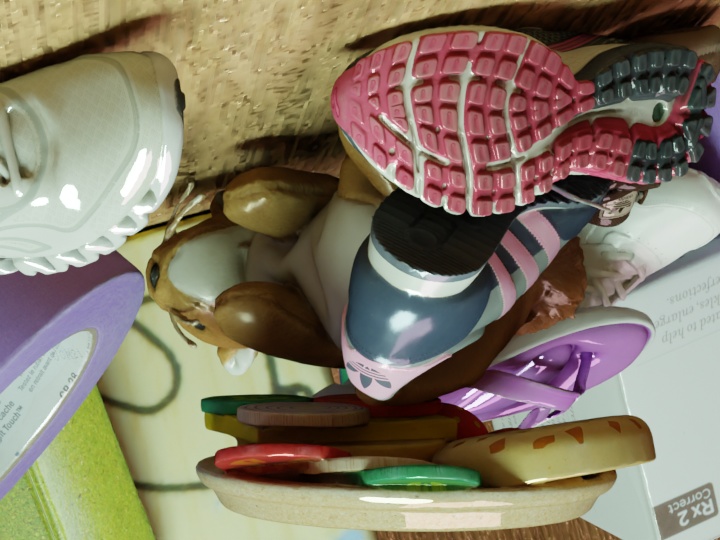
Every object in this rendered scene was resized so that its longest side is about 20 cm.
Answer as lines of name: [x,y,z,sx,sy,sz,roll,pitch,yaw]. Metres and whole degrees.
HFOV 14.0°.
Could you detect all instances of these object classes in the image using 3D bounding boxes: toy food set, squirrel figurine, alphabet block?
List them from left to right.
alphabet block: [-0.104,0.089,1.618,0.195,0.200,0.196,-16,173,-4]
squirrel figurine: [0.000,0.000,1.429,0.200,0.142,0.187,-6,174,-44]
toy food set: [0.020,0.085,1.331,0.198,0.049,0.200,0,-177,-21]

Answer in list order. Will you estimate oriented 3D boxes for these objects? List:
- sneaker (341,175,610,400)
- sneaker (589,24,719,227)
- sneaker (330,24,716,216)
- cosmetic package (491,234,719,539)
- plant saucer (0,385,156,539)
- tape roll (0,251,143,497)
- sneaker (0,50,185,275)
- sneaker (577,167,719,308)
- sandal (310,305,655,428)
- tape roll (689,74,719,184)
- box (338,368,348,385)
sneaker: [0.046,-0.006,1.310,0.200,0.070,0.082,-29,145,-56]
sneaker: [0.130,-0.064,1.434,0.070,0.076,0.200,-13,173,-21]
sneaker: [0.064,-0.068,1.273,0.200,0.081,0.075,0,-168,-43]
cosmetic package: [0.180,0.048,1.747,0.165,0.165,0.200,-23,-161,-20]
plant saucer: [-0.223,0.107,1.468,0.200,0.200,0.048,-17,-166,11]
tape roll: [-0.185,0.057,1.288,0.200,0.066,0.200,-49,173,-8]
sneaker: [-0.151,-0.032,1.096,0.200,0.075,0.081,-21,163,32]
sneaker: [0.112,0.009,1.545,0.200,0.099,0.078,-25,134,37]
sandal: [0.061,0.071,1.476,0.202,0.050,0.082,-15,154,-18]
tape roll: [0.266,-0.093,1.564,0.200,0.066,0.200,-15,174,-2]
box: [0.009,0.020,1.657,0.048,0.118,0.200,-6,173,3]
